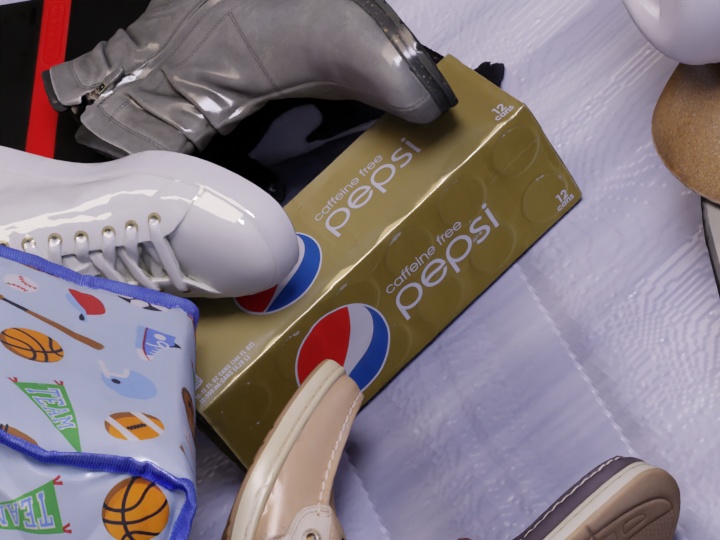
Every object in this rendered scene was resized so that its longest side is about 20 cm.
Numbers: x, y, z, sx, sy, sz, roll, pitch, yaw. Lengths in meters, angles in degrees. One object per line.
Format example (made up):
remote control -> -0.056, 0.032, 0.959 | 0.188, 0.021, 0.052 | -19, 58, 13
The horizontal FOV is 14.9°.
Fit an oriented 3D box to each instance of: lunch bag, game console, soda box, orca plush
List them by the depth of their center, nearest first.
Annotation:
lunch bag -> -0.135, 0.121, 1.124 | 0.170, 0.123, 0.201 | -96, 25, -67
soda box -> 0.000, 0.000, 1.229 | 0.200, 0.068, 0.064 | -44, 42, -8
game console -> -0.152, -0.050, 1.306 | 0.176, 0.031, 0.201 | -7, 55, 13
orca plush -> -0.036, -0.091, 1.329 | 0.199, 0.071, 0.106 | 8, 58, 37

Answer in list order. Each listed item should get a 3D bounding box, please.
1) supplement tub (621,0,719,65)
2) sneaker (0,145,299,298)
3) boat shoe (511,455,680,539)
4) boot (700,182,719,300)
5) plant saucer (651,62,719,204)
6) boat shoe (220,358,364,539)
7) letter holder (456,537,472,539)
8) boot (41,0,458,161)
supplement tub -> 0.199, -0.176, 1.113 | 0.199, 0.145, 0.145 | -17, 42, -8
sneaker -> -0.121, -0.003, 1.195 | 0.199, 0.073, 0.085 | 5, 43, 33
boat shoe -> 0.042, 0.143, 1.077 | 0.200, 0.072, 0.065 | -48, 48, -4
boot -> 0.222, 0.010, 1.082 | 0.153, 0.074, 0.204 | -19, 40, 8
plant saucer -> 0.217, -0.085, 1.135 | 0.199, 0.036, 0.201 | -9, 31, 6
boat shoe -> -0.032, 0.133, 1.145 | 0.064, 0.071, 0.201 | 22, 66, 1
letter holder -> 0.052, 0.212, 0.955 | 0.100, 0.142, 0.201 | 9, 58, 38
boot -> -0.053, -0.078, 1.234 | 0.131, 0.068, 0.200 | -45, 40, -11
